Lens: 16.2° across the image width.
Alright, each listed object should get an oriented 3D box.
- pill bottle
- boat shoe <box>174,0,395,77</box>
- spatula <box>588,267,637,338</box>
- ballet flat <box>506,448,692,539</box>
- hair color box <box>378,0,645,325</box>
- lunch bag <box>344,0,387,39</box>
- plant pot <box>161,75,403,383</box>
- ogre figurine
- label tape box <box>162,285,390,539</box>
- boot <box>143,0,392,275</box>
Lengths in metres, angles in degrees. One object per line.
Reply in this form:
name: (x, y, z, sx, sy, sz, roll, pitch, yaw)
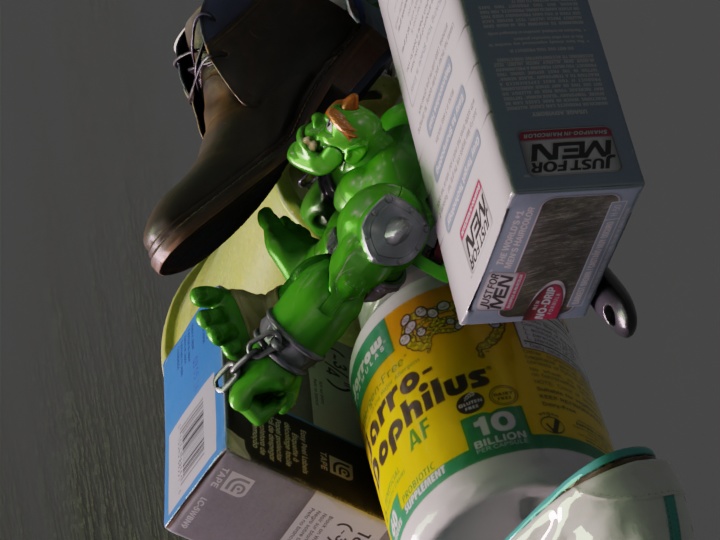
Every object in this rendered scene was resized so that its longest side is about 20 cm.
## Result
pill bottle: (0.056, 0.070, 1.204, 0.200, 0.112, 0.113, -106, 8, -50)
boat shoe: (-0.016, -0.117, 1.413, 0.074, 0.200, 0.060, -42, 69, 33)
spatula: (0.092, -0.022, 1.150, 0.200, 0.020, 0.057, -110, 14, -59)
ballet flat: (0.068, 0.146, 1.051, 0.200, 0.069, 0.070, -44, 49, 42)
hair color box: (0.060, -0.087, 1.096, 0.099, 0.060, 0.201, 108, 155, -54)
lunch bag: (0.018, -0.213, 1.315, 0.200, 0.075, 0.161, 91, 170, -66)
plant pot: (0.000, 0.000, 1.391, 0.185, 0.199, 0.201, 107, 155, -52)
ogre figurine: (-0.003, -0.019, 1.180, 0.098, 0.120, 0.200, 49, -152, 6)
label tape box: (0.000, 0.106, 1.278, 0.063, 0.199, 0.144, -54, 22, 25)
boot: (-0.071, -0.081, 1.256, 0.097, 0.200, 0.075, 41, 138, 2)
